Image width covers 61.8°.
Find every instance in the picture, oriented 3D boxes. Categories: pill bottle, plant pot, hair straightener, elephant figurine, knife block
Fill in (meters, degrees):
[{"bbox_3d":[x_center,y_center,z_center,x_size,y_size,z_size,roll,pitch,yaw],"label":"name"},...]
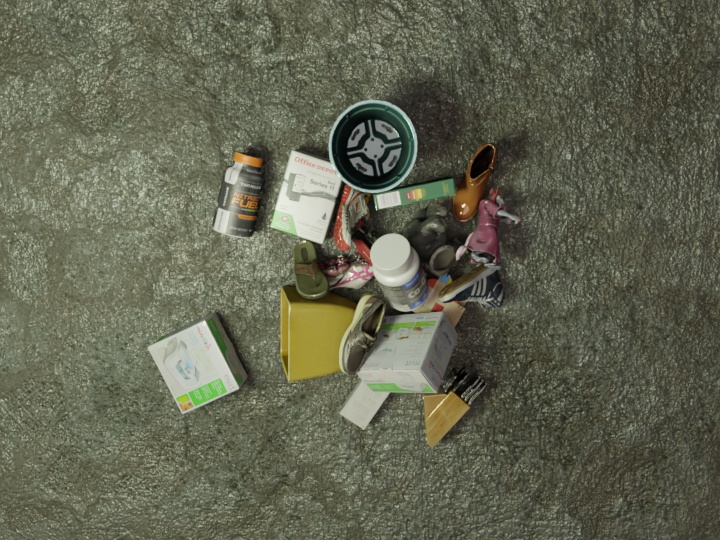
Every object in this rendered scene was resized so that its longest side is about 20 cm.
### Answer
[{"bbox_3d":[-0.300,-0.191,1.504,0.105,0.106,0.202,15,101,-1],"label":"pill bottle"},{"bbox_3d":[0.030,-0.291,1.425,0.197,0.196,0.203,0,100,1],"label":"plant pot"},{"bbox_3d":[0.005,-0.084,1.519,0.200,0.077,0.041,44,136,25],"label":"hair straightener"},{"bbox_3d":[-0.096,0.152,1.526,0.197,0.195,0.197,-1,101,-14],"label":"plant pot"},{"bbox_3d":[0.093,0.005,1.423,0.112,0.200,0.115,-8,59,14],"label":"pill bottle"},{"bbox_3d":[0.200,-0.053,1.507,0.154,0.142,0.201,-15,119,33],"label":"elephant figurine"},{"bbox_3d":[0.253,0.362,1.607,0.173,0.064,0.203,-4,100,4],"label":"knife block"}]

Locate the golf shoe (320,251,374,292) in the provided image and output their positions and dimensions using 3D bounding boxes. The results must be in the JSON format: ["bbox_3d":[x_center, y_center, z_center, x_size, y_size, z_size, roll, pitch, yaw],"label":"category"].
[{"bbox_3d":[0.000,0.000,1.554,0.197,0.073,0.093,-11,124,6],"label":"golf shoe"}]

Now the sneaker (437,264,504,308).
[{"bbox_3d":[0.286,0.063,1.508,0.199,0.070,0.110,-28,101,-31],"label":"sneaker"}]

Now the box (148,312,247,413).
[{"bbox_3d":[-0.424,0.242,1.590,0.175,0.097,0.202,-23,98,8],"label":"box"}]

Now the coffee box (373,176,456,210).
[{"bbox_3d":[0.131,-0.189,1.480,0.197,0.123,0.045,-12,99,3],"label":"coffee box"}]

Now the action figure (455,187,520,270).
[{"bbox_3d":[0.309,-0.108,1.475,0.147,0.134,0.203,4,77,5],"label":"action figure"}]

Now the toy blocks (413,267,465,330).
[{"bbox_3d":[0.198,0.064,1.549,0.199,0.100,0.138,30,89,-4],"label":"toy blocks"}]

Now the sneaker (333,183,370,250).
[{"bbox_3d":[-0.016,-0.133,1.473,0.081,0.202,0.078,16,145,-8],"label":"sneaker"}]

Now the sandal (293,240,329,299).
[{"bbox_3d":[-0.133,-0.007,1.494,0.079,0.202,0.058,-17,140,-6],"label":"sandal"}]

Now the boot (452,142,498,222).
[{"bbox_3d":[0.277,-0.211,1.448,0.076,0.155,0.202,29,100,5],"label":"boot"}]

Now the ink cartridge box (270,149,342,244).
[{"bbox_3d":[-0.128,-0.187,1.509,0.145,0.083,0.202,17,100,-1],"label":"ink cartridge box"}]

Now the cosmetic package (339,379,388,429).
[{"bbox_3d":[0.032,0.319,1.615,0.082,0.051,0.201,34,100,-2],"label":"cosmetic package"}]

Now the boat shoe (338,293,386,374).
[{"bbox_3d":[0.006,0.156,1.444,0.073,0.064,0.202,19,86,-39],"label":"boat shoe"}]

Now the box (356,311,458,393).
[{"bbox_3d":[0.113,0.201,1.476,0.198,0.177,0.097,-9,131,39],"label":"box"}]
